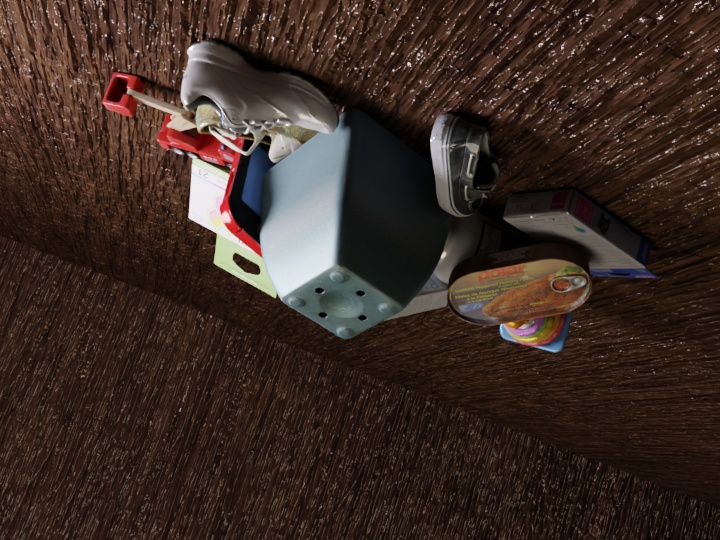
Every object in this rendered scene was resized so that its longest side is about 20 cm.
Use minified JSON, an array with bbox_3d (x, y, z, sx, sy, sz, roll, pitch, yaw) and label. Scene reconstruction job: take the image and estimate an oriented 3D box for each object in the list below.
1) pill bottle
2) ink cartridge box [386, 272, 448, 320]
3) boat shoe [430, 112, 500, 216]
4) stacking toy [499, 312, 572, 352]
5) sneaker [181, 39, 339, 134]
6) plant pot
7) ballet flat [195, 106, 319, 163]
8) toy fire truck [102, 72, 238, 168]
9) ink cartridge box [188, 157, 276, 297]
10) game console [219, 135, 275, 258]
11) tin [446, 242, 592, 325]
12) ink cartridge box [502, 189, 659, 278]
[{"bbox_3d":[0.181,-0.018,1.423,0.197,0.114,0.112,23,166,-17],"label":"pill bottle"},{"bbox_3d":[0.000,0.000,1.449,0.197,0.044,0.197,-10,-140,-28],"label":"ink cartridge box"},{"bbox_3d":[0.131,-0.114,1.192,0.070,0.073,0.200,18,166,20],"label":"boat shoe"},{"bbox_3d":[0.257,0.069,1.555,0.114,0.112,0.199,14,-175,22],"label":"stacking toy"},{"bbox_3d":[-0.122,-0.198,1.185,0.196,0.089,0.075,19,165,-4],"label":"sneaker"},{"bbox_3d":[-0.010,-0.037,1.256,0.195,0.203,0.194,32,137,-29],"label":"plant pot"},{"bbox_3d":[-0.125,-0.179,1.315,0.196,0.072,0.071,18,167,4],"label":"ballet flat"},{"bbox_3d":[-0.251,-0.208,1.412,0.196,0.050,0.141,17,167,10],"label":"toy fire truck"},{"bbox_3d":[-0.188,-0.063,1.523,0.146,0.204,0.075,26,-149,28],"label":"ink cartridge box"},{"bbox_3d":[-0.110,-0.088,1.361,0.031,0.202,0.176,-31,124,33],"label":"game console"},{"bbox_3d":[0.213,0.018,1.346,0.196,0.042,0.113,-10,139,19],"label":"tin"},{"bbox_3d":[0.295,-0.045,1.311,0.198,0.043,0.118,31,163,-32],"label":"ink cartridge box"}]
